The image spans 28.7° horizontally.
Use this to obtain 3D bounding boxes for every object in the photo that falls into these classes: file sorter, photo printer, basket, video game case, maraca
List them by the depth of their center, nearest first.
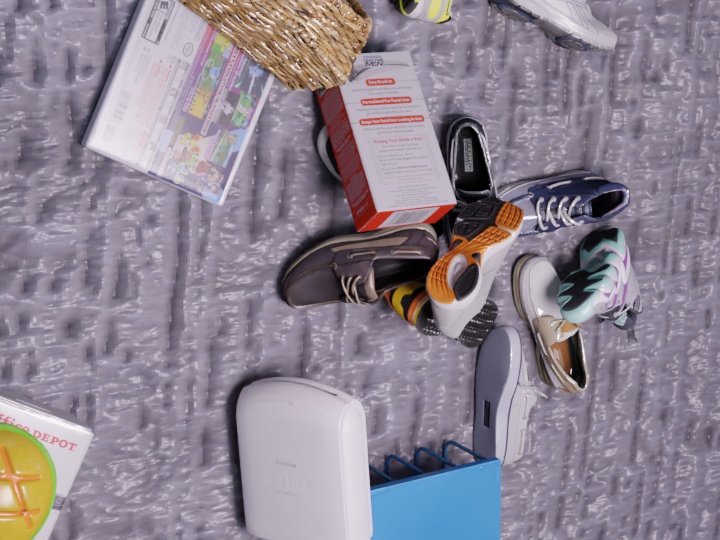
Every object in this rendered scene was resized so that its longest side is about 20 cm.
[{"bbox_3d":[-0.393,0.244,1.408,0.137,0.107,0.200,43,84,-16],"label":"maraca"},{"bbox_3d":[-0.075,-0.312,1.535,0.200,0.142,0.150,37,71,-29],"label":"basket"},{"bbox_3d":[-0.195,-0.197,1.574,0.181,0.023,0.202,23,88,-33],"label":"video game case"},{"bbox_3d":[-0.067,0.226,1.665,0.069,0.165,0.202,-25,116,-54],"label":"photo printer"},{"bbox_3d":[0.064,0.306,1.784,0.198,0.122,0.140,-9,106,-29],"label":"file sorter"}]

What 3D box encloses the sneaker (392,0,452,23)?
[{"bbox_3d":[0.107,-0.393,1.688,0.076,0.075,0.201,19,101,-40],"label":"sneaker"}]

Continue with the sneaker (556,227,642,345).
[{"bbox_3d":[0.332,0.048,1.867,0.141,0.077,0.200,63,38,-21],"label":"sneaker"}]

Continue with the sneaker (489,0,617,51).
[{"bbox_3d":[0.257,-0.337,1.785,0.199,0.074,0.088,23,84,-33],"label":"sneaker"}]

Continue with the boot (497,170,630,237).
[{"bbox_3d":[0.251,-0.083,1.826,0.199,0.090,0.073,-22,112,-25],"label":"boot"}]

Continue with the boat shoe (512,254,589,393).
[{"bbox_3d":[0.263,0.071,1.881,0.074,0.068,0.201,-30,114,-21],"label":"boat shoe"}]

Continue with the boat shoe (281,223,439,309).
[{"bbox_3d":[0.000,0.000,1.669,0.198,0.074,0.075,-23,127,4],"label":"boat shoe"}]

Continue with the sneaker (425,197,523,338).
[{"bbox_3d":[0.133,-0.004,1.683,0.200,0.075,0.092,-51,154,-37],"label":"sneaker"}]

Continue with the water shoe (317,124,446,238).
[{"bbox_3d":[0.033,-0.112,1.695,0.200,0.079,0.072,42,79,-31],"label":"water shoe"}]

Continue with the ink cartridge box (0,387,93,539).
[{"bbox_3d":[-0.398,0.231,1.513,0.144,0.084,0.201,26,88,-32],"label":"ink cartridge box"}]

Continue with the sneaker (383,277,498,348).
[{"bbox_3d":[0.101,0.042,1.780,0.200,0.090,0.070,15,108,-58],"label":"sneaker"}]

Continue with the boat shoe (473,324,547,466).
[{"bbox_3d":[0.206,0.165,1.865,0.085,0.074,0.204,-8,109,-31],"label":"boat shoe"}]

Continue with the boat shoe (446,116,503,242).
[{"bbox_3d":[0.143,-0.090,1.758,0.073,0.068,0.201,-1,103,2],"label":"boat shoe"}]

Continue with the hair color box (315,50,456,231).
[{"bbox_3d":[0.026,-0.152,1.636,0.110,0.064,0.202,-7,73,-29],"label":"hair color box"}]
